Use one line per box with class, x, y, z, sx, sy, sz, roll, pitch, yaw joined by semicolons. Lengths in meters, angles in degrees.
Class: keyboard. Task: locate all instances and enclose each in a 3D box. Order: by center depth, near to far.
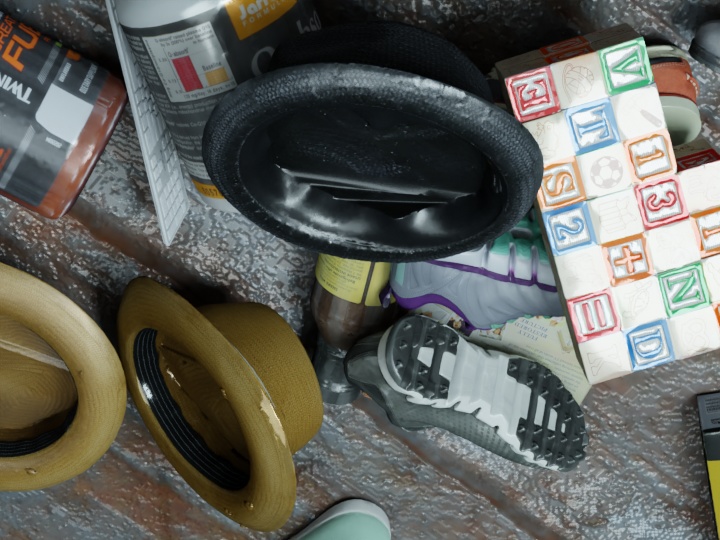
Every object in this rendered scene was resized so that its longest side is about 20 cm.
keyboard;-0.140;-0.115;1.270;0.011;0.056;0.200;-6;119;9

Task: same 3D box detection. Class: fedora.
fedora;0.009;-0.087;1.152;0.200;0.092;0.201;4;145;3
fedora;-0.086;0.079;1.325;0.082;0.200;0.201;-28;123;-29
fedora;-0.256;0.059;1.363;0.200;0.082;0.201;2;119;4

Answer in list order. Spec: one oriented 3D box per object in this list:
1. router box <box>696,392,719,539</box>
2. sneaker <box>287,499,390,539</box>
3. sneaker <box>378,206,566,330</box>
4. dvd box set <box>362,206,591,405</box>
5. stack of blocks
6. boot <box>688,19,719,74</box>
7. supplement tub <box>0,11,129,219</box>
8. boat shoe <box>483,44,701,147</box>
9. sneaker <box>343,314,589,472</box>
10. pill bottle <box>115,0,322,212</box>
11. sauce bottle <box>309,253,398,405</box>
router box;0.350;0.152;1.392;0.199;0.052;0.158;-10;119;9
sneaker;-0.059;0.265;1.447;0.074;0.118;0.200;38;117;-18
sneaker;0.114;0.006;1.285;0.199;0.075;0.088;13;132;-6
dvd box set;0.107;0.031;1.351;0.146;0.029;0.200;22;118;-10
stack of blocks;0.165;-0.045;1.192;0.115;0.059;0.200;-17;105;2
boot;0.308;-0.178;1.206;0.199;0.070;0.132;2;118;-10
supplement tub;-0.256;-0.121;1.247;0.200;0.107;0.107;28;118;-12
boat shoe;0.117;-0.107;1.247;0.199;0.063;0.071;-5;147;2
sneaker;0.069;0.086;1.332;0.200;0.067;0.090;28;156;-33
pill bottle;-0.083;-0.146;1.215;0.116;0.116;0.200;-16;118;13
sauce bottle;0.000;0.000;1.322;0.065;0.065;0.200;14;119;-4
